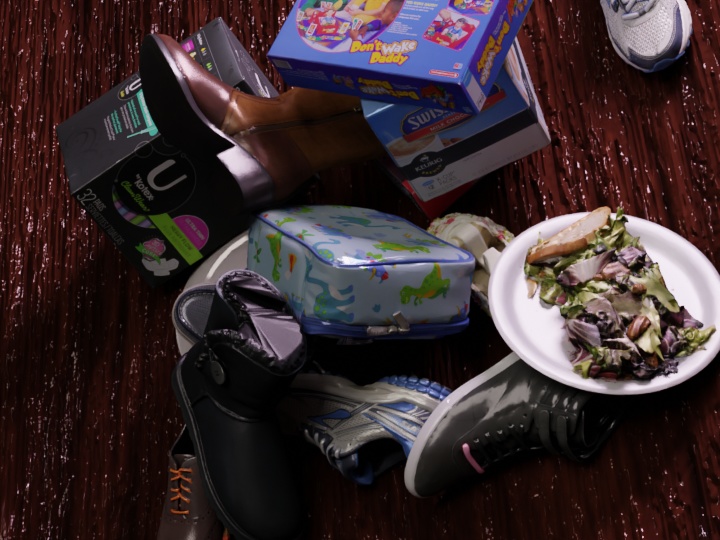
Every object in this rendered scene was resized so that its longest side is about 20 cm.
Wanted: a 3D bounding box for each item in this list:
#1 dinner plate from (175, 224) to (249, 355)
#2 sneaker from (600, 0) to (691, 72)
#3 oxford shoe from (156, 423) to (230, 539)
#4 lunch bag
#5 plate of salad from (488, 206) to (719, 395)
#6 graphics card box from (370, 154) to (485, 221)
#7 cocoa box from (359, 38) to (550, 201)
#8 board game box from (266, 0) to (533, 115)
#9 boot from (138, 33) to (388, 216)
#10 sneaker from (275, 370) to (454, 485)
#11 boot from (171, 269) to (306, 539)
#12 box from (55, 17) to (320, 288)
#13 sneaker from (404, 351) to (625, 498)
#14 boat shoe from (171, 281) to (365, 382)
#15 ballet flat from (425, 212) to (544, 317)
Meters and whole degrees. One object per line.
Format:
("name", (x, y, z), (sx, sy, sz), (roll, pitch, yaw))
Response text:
("dinner plate", (-0.092, 0.019, 1.842), (0.198, 0.024, 0.202), (-17, 52, 22))
("sneaker", (0.236, -0.270, 1.780), (0.077, 0.085, 0.202), (-28, 59, 21))
("oxford shoe", (-0.151, 0.198, 1.717), (0.071, 0.073, 0.202), (-3, 57, 30))
("lunch bag", (0.000, 0.000, 1.687), (0.200, 0.159, 0.083), (31, 119, 59))
("plate of salad", (0.203, 0.017, 1.598), (0.198, 0.048, 0.201), (2, 46, -2))
("graphics card box", (0.053, -0.148, 1.852), (0.125, 0.051, 0.200), (-41, 46, -1))
("cocoa box", (0.068, -0.193, 1.751), (0.132, 0.131, 0.201), (-23, 50, 13))
("board game box", (0.035, -0.211, 1.663), (0.199, 0.045, 0.135), (13, 65, 34))
("boot", (-0.080, -0.157, 1.756), (0.199, 0.069, 0.189), (-27, 69, -38))
("sneaker", (-0.014, 0.137, 1.677), (0.198, 0.077, 0.086), (-3, 64, 33))
("boot", (-0.087, 0.118, 1.633), (0.076, 0.168, 0.201), (-15, 68, -28))
("box", (-0.166, -0.113, 1.886), (0.199, 0.149, 0.125), (-32, 39, 7))
("sneaker", (0.129, 0.130, 1.592), (0.200, 0.071, 0.099), (-39, 42, -4))
("boat shoe", (-0.097, 0.048, 1.748), (0.198, 0.093, 0.075), (14, 81, 26))
("ballet flat", (0.115, -0.006, 1.704), (0.076, 0.064, 0.200), (-40, 46, -8))
